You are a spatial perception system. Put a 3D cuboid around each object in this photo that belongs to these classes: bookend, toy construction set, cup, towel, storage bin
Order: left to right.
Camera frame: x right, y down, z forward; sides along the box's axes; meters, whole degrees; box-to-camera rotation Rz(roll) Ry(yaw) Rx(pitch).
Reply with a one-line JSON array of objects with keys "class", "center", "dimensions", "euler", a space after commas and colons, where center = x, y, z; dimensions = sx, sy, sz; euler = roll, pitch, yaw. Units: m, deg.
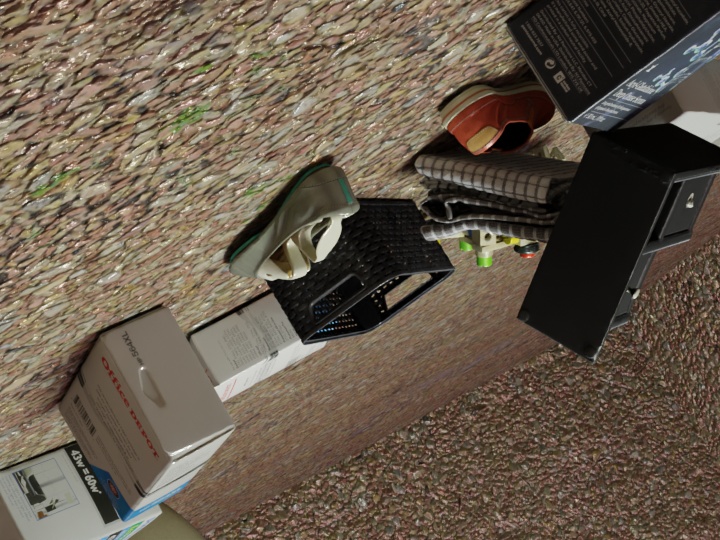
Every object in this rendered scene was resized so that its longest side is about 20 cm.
[{"class": "cup", "center": [-0.354, 0.448, 2.471], "dimensions": [0.199, 0.144, 0.200], "euler": [-31, 169, -7]}, {"class": "storage bin", "center": [0.000, 0.000, 1.648], "dimensions": [0.135, 0.094, 0.200], "euler": [-36, 167, 21]}, {"class": "toy construction set", "center": [0.180, -0.067, 1.773], "dimensions": [0.199, 0.093, 0.131], "euler": [-30, -152, -24]}, {"class": "towel", "center": [0.166, -0.071, 1.586], "dimensions": [0.164, 0.086, 0.200], "euler": [11, -168, 28]}, {"class": "bookend", "center": [0.268, -0.033, 1.506], "dimensions": [0.198, 0.092, 0.201], "euler": [-12, 128, -57]}]

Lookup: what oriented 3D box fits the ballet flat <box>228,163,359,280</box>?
[{"class": "ballet flat", "center": [-0.064, -0.026, 1.438], "dimensions": [0.067, 0.064, 0.200], "euler": [-22, 165, -39]}]

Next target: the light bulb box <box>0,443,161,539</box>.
[{"class": "light bulb box", "center": [-0.385, 0.311, 1.858], "dimensions": [0.199, 0.125, 0.198], "euler": [-17, 162, -48]}]

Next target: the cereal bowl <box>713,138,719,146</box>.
[{"class": "cereal bowl", "center": [0.468, -0.180, 2.153], "dimensions": [0.199, 0.084, 0.200], "euler": [-31, 168, -7]}]

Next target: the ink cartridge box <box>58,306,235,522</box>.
[{"class": "ink cartridge box", "center": [-0.219, 0.148, 1.551], "dimensions": [0.084, 0.147, 0.200], "euler": [-24, 167, -32]}]

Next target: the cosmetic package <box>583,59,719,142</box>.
[{"class": "cosmetic package", "center": [0.334, -0.175, 1.679], "dimensions": [0.113, 0.082, 0.199], "euler": [-36, 165, 34]}]

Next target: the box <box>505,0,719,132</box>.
[{"class": "box", "center": [0.252, -0.223, 1.337], "dimensions": [0.199, 0.108, 0.148], "euler": [-37, 167, 21]}]

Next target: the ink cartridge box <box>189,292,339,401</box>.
[{"class": "ink cartridge box", "center": [-0.132, 0.090, 1.735], "dimensions": [0.199, 0.068, 0.116], "euler": [-28, 169, -19]}]

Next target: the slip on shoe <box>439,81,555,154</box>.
[{"class": "slip on shoe", "center": [0.143, -0.144, 1.502], "dimensions": [0.074, 0.061, 0.200], "euler": [-39, 168, 26]}]

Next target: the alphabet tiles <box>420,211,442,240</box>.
[{"class": "alphabet tiles", "center": [0.082, -0.050, 1.873], "dimensions": [0.166, 0.006, 0.200], "euler": [-35, 168, 9]}]
